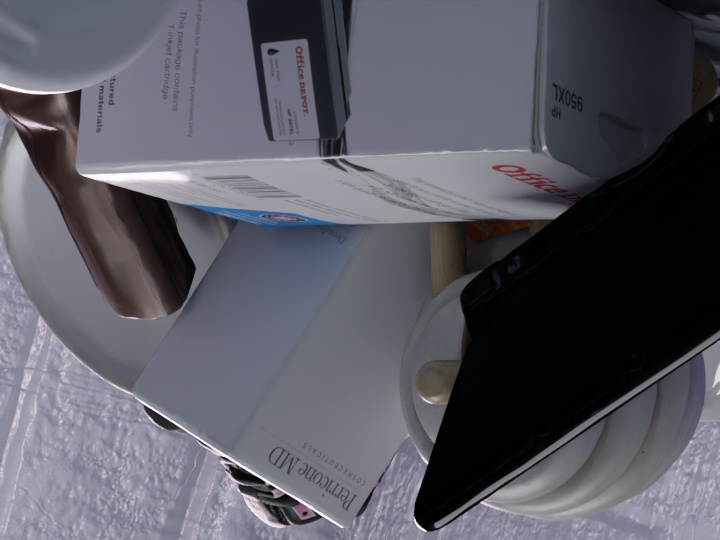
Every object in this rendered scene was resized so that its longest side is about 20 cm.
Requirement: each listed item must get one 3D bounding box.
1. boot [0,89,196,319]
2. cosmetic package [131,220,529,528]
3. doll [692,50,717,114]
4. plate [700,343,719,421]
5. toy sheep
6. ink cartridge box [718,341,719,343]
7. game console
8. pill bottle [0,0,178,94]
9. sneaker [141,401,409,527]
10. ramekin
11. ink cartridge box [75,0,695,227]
[{"bbox_3d":[-0.145,-0.081,1.204,0.200,0.064,0.186,61,175,-33],"label":"boot"},{"bbox_3d":[0.000,0.000,1.201,0.071,0.200,0.101,29,176,40],"label":"cosmetic package"},{"bbox_3d":[0.106,-0.080,1.246,0.136,0.049,0.200,21,179,-8],"label":"doll"},{"bbox_3d":[0.125,0.016,1.386,0.199,0.200,0.032,-2,-136,-11],"label":"plate"},{"bbox_3d":[0.079,0.040,1.154,0.138,0.138,0.200,16,-170,36],"label":"toy sheep"},{"bbox_3d":[0.247,0.033,1.172,0.197,0.047,0.200,14,178,-7],"label":"ink cartridge box"},{"bbox_3d":[0.131,0.013,0.969,0.176,0.117,0.200,13,143,-39],"label":"game console"},{"bbox_3d":[-0.155,-0.128,0.936,0.112,0.113,0.200,17,180,-43],"label":"pill bottle"},{"bbox_3d":[-0.040,0.093,1.424,0.080,0.087,0.200,23,-175,40],"label":"sneaker"},{"bbox_3d":[-0.086,-0.028,1.294,0.202,0.203,0.094,16,-146,36],"label":"ramekin"},{"bbox_3d":[0.013,-0.068,1.060,0.200,0.084,0.145,-1,172,29],"label":"ink cartridge box"}]
